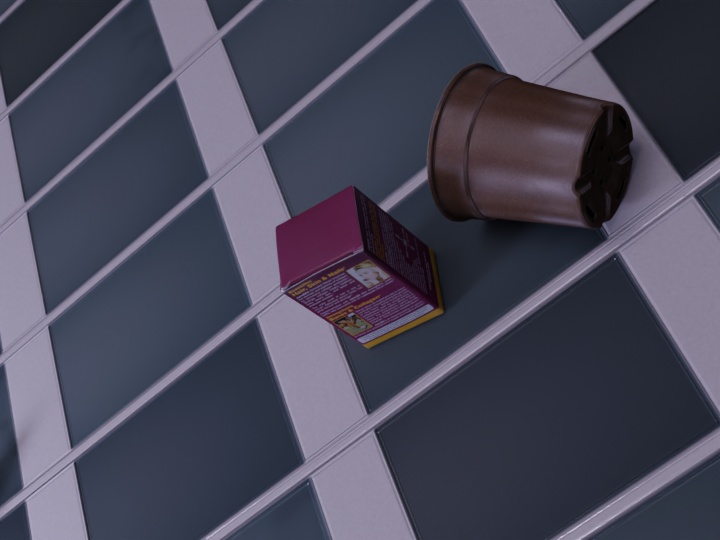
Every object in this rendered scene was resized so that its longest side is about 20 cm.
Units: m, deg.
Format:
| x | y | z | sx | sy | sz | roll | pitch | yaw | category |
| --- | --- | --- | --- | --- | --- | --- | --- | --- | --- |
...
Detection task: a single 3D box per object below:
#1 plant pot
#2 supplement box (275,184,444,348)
| x | y | z | sx | sy | sz | roll | pitch | yaw | category |
| --- | --- | --- | --- | --- | --- | --- | --- | --- | --- |
| 0.215 | -0.141 | 1.490 | 0.197 | 0.200 | 0.202 | 15 | 76 | 35 | plant pot |
| 0.000 | 0.000 | 1.564 | 0.130 | 0.200 | 0.104 | -25 | 53 | 24 | supplement box |
